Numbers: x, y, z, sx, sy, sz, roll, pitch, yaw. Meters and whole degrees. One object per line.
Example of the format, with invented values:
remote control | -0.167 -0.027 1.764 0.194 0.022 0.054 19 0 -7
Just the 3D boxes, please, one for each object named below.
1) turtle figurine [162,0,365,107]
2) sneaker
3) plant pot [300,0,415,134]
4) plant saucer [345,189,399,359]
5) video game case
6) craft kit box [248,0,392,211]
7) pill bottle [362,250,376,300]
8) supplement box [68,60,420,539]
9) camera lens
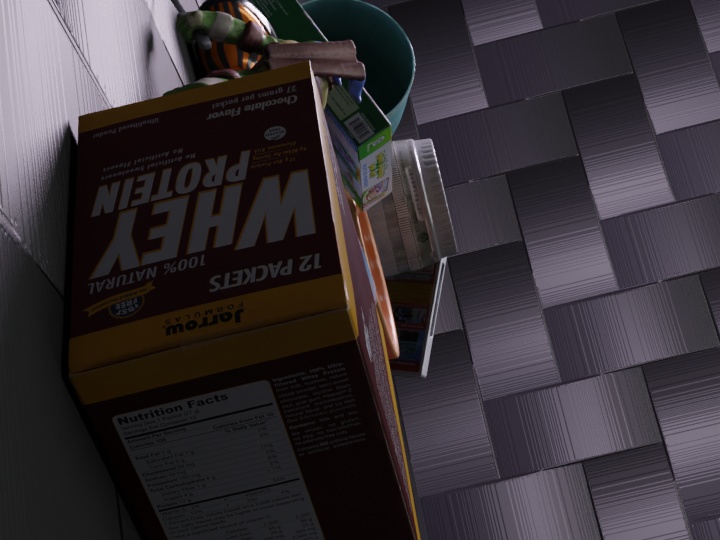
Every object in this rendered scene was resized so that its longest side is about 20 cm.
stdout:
turtle figurine | -0.107 -0.124 1.193 0.194 0.198 0.145 -56 159 -59
sneaker | -0.099 -0.144 1.375 0.112 0.077 0.201 -101 177 -52
plant pot | -0.032 -0.226 1.987 0.161 0.199 0.202 93 -13 -64
plant saucer | 0.000 0.000 1.636 0.200 0.037 0.202 -14 90 -86
video game case | 0.036 0.033 1.952 0.017 0.142 0.202 30 68 -58
craft kit box | -0.042 -0.172 1.491 0.201 0.048 0.198 54 -10 12
pill bottle | -0.047 0.001 1.431 0.200 0.108 0.110 70 7 -71
supplement box | -0.059 0.038 0.807 0.198 0.132 0.201 -100 176 -48
camera lens | 0.007 -0.068 1.868 0.160 0.198 0.162 -13 90 -87
